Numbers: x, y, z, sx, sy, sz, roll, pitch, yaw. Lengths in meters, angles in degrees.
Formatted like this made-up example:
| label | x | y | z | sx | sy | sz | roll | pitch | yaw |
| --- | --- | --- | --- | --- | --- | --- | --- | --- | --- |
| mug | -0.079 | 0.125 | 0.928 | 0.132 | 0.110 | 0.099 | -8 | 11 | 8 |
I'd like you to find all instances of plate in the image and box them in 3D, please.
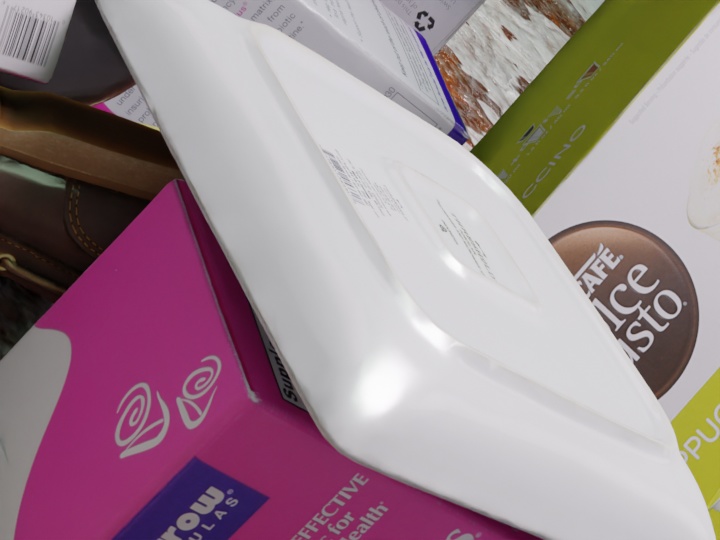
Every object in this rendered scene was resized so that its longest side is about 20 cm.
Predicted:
| label | x | y | z | sx | sy | sz | roll | pitch | yaw |
| --- | --- | --- | --- | --- | --- | --- | --- | --- | --- |
| plate | 0.022 | -0.001 | 0.614 | 0.199 | 0.032 | 0.200 | 27 | 26 | -46 |

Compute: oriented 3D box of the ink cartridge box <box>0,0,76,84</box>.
| label | x | y | z | sx | sy | sz | roll | pitch | yaw |
| --- | --- | --- | --- | --- | --- | --- | --- | --- | --- |
| ink cartridge box | -0.183 | -0.107 | 0.641 | 0.094 | 0.037 | 0.199 | 13 | 10 | -44 |

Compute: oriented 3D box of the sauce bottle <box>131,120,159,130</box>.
| label | x | y | z | sx | sy | sz | roll | pitch | yaw |
| --- | --- | --- | --- | --- | --- | --- | --- | --- | --- |
| sauce bottle | -0.080 | -0.024 | 0.755 | 0.065 | 0.065 | 0.200 | 53 | 20 | 20 |

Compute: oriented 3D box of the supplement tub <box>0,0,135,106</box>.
| label | x | y | z | sx | sy | sz | roll | pitch | yaw |
| --- | --- | --- | --- | --- | --- | --- | --- | --- | --- |
| supplement tub | -0.145 | -0.145 | 0.772 | 0.107 | 0.107 | 0.200 | 31 | 8 | -39 |

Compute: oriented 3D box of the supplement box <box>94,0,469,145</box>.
| label | x | y | z | sx | sy | sz | roll | pitch | yaw |
| --- | --- | --- | --- | --- | --- | --- | --- | --- | --- |
| supplement box | -0.061 | -0.106 | 0.918 | 0.200 | 0.101 | 0.104 | 36 | 20 | -32 |

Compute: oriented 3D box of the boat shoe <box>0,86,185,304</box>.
| label | x | y | z | sx | sy | sz | roll | pitch | yaw |
| --- | --- | --- | --- | --- | --- | --- | --- | --- | --- |
| boat shoe | -0.143 | -0.033 | 0.615 | 0.199 | 0.071 | 0.070 | 22 | 15 | -8 |

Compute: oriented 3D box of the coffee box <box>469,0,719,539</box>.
| label | x | y | z | sx | sy | sz | roll | pitch | yaw |
| --- | --- | --- | --- | --- | --- | --- | --- | --- | --- |
| coffee box | 0.145 | 0.005 | 0.899 | 0.198 | 0.200 | 0.200 | 42 | -2 | -10 |

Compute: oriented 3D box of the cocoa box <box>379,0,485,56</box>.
| label | x | y | z | sx | sy | sz | roll | pitch | yaw |
| --- | --- | --- | --- | --- | --- | --- | --- | --- | --- |
| cocoa box | -0.039 | -0.180 | 1.072 | 0.200 | 0.133 | 0.131 | 44 | 15 | -6 |

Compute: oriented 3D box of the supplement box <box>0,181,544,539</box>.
| label | x | y | z | sx | sy | sz | roll | pitch | yaw |
| --- | --- | --- | --- | --- | --- | --- | --- | --- | --- |
| supplement box | -0.009 | 0.077 | 0.615 | 0.199 | 0.101 | 0.104 | 33 | 21 | -36 |
